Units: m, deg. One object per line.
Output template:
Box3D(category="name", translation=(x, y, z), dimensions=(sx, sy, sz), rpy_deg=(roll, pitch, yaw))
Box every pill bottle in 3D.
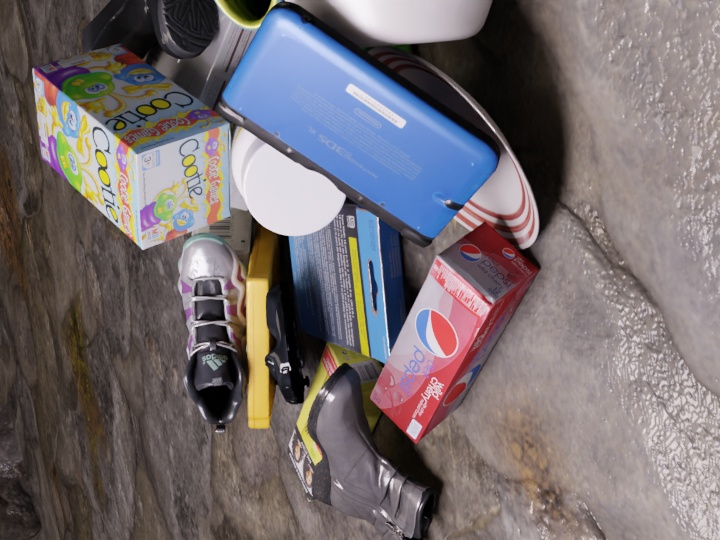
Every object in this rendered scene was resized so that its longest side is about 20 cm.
Box3D(category="pill bottle", translation=(-0.067, -0.116, 1.089), dimensions=(0.201, 0.112, 0.116), rpy_deg=(-104, 17, -64))

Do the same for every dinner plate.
Box3D(category="dinner plate", translation=(0.075, -0.100, 0.913), dimensions=(0.200, 0.024, 0.201), rpy_deg=(47, 166, 15))

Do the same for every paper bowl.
Box3D(category="paper bowl", translation=(0.022, -0.224, 0.862), dimensions=(0.200, 0.198, 0.106), rpy_deg=(16, 114, 59))

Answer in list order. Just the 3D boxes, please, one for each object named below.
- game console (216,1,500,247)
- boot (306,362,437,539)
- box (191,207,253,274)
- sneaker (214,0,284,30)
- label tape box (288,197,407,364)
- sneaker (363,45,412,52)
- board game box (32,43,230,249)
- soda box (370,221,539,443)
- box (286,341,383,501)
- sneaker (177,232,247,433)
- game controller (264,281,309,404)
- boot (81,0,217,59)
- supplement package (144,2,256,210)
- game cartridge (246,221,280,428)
Box3D(category="game console", translation=(0.000, -0.123, 0.894), dimensions=(0.171, 0.198, 0.119), rpy_deg=(-49, 13, 46))
Box3D(category="boot", translation=(0.019, 0.185, 1.107), dimensions=(0.131, 0.070, 0.202), rpy_deg=(29, 144, 26))
Box3D(category="box", translation=(-0.158, 0.012, 1.349), dimensions=(0.202, 0.067, 0.083), rpy_deg=(94, 176, -49))
Box3D(category="sneaker", translation=(-0.081, -0.295, 0.947), dimensions=(0.078, 0.131, 0.203), rpy_deg=(0, 109, 21))
Box3D(category="label tape box", translation=(0.000, 0.000, 1.118), dimensions=(0.199, 0.062, 0.147), rpy_deg=(15, 114, 60))
Box3D(category="sneaker", translation=(0.005, -0.217, 1.053), dimensions=(0.084, 0.075, 0.204), rpy_deg=(-131, 36, -78))
Box3D(category="board game box", translation=(-0.223, -0.124, 1.108), dimensions=(0.199, 0.102, 0.106), rpy_deg=(36, 136, 37))
Box3D(category="soda box", translation=(0.076, 0.057, 0.975), dimensions=(0.063, 0.070, 0.201), rpy_deg=(42, 139, 18))
Box3D(category="box", translation=(-0.026, 0.162, 1.233), dimensions=(0.076, 0.049, 0.201), rpy_deg=(61, 146, 33))
Box3D(category="sneaker", translation=(-0.151, 0.072, 1.195), dimensions=(0.140, 0.076, 0.203), rpy_deg=(-99, 1, -68))
Box3D(category="game controller", translation=(-0.074, 0.078, 1.178), dimensions=(0.200, 0.041, 0.106), rpy_deg=(96, 175, -78))
Box3D(category="boot", translation=(-0.231, -0.242, 1.203), dimensions=(0.199, 0.065, 0.167), rpy_deg=(-32, 47, 39))
Box3D(category="supplement package", translation=(-0.158, -0.197, 1.240), dimensions=(0.156, 0.110, 0.202), rpy_deg=(43, 112, 49))
Box3D(category="game cartridge", translation=(-0.110, 0.056, 1.285), dimensions=(0.200, 0.032, 0.179), rpy_deg=(-88, 0, -70))
